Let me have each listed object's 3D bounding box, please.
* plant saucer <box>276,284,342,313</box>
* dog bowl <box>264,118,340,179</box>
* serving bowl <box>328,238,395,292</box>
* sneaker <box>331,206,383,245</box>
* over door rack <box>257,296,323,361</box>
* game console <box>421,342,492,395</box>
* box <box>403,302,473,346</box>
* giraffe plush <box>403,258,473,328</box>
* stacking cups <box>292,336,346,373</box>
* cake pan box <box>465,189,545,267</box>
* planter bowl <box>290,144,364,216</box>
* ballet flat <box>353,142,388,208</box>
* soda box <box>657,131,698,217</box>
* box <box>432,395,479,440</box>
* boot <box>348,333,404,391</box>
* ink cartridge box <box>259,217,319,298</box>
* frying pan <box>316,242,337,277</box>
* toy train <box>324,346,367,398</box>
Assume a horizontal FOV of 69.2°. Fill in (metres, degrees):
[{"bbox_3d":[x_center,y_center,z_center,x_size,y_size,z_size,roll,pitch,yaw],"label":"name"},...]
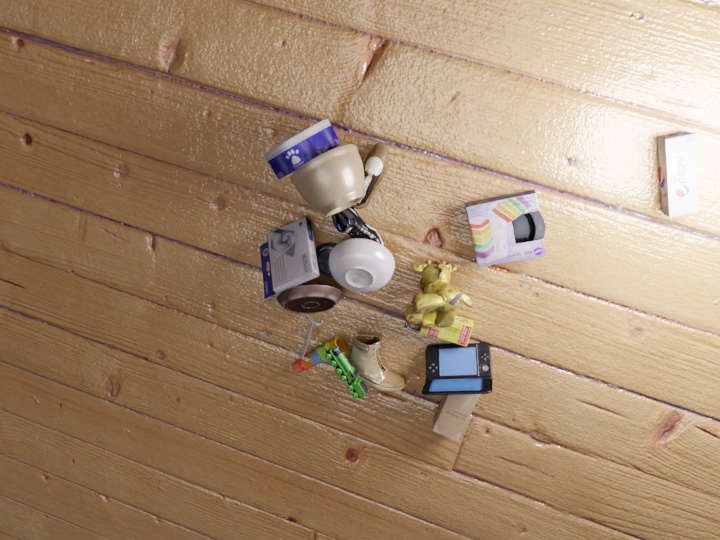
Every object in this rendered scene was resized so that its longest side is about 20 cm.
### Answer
[{"bbox_3d":[-0.154,0.093,1.590,0.200,0.200,0.032,-12,66,17],"label":"plant saucer"},{"bbox_3d":[-0.157,-0.330,1.420,0.200,0.200,0.079,-25,104,20],"label":"dog bowl"},{"bbox_3d":[0.000,0.000,1.534,0.199,0.066,0.200,6,137,5],"label":"serving bowl"},{"bbox_3d":[-0.017,-0.111,1.515,0.073,0.112,0.200,-38,97,24],"label":"sneaker"},{"bbox_3d":[-0.224,0.186,1.703,0.200,0.067,0.148,24,109,18],"label":"over door rack"},{"bbox_3d":[0.285,0.289,1.545,0.199,0.116,0.176,-5,65,15],"label":"game console"},{"bbox_3d":[0.237,0.164,1.589,0.199,0.050,0.075,17,112,7],"label":"box"},{"bbox_3d":[0.213,0.053,1.502,0.172,0.163,0.200,16,138,-31],"label":"giraffe plush"},{"bbox_3d":[-0.139,0.283,1.727,0.200,0.061,0.061,-29,101,27],"label":"stacking cups"},{"bbox_3d":[0.406,-0.114,1.447,0.199,0.052,0.185,-9,110,16],"label":"cake pan box"},{"bbox_3d":[-0.071,-0.230,1.406,0.200,0.200,0.135,-26,90,21],"label":"planter bowl"},{"bbox_3d":[0.023,-0.260,1.472,0.068,0.072,0.200,28,113,2],"label":"ballet flat"},{"bbox_3d":[0.790,-0.239,1.301,0.068,0.063,0.201,-9,108,15],"label":"soda box"},{"bbox_3d":[0.305,0.428,1.655,0.095,0.078,0.201,19,113,6],"label":"box"},{"bbox_3d":[0.057,0.292,1.667,0.199,0.073,0.156,18,117,13],"label":"boot"},{"bbox_3d":[-0.227,-0.038,1.566,0.200,0.041,0.200,-24,59,20],"label":"ink cartridge box"},{"bbox_3d":[-0.058,-0.018,1.608,0.189,0.031,0.115,20,114,9],"label":"frying pan"},{"bbox_3d":[-0.043,0.322,1.657,0.056,0.042,0.200,-25,105,26],"label":"toy train"}]
